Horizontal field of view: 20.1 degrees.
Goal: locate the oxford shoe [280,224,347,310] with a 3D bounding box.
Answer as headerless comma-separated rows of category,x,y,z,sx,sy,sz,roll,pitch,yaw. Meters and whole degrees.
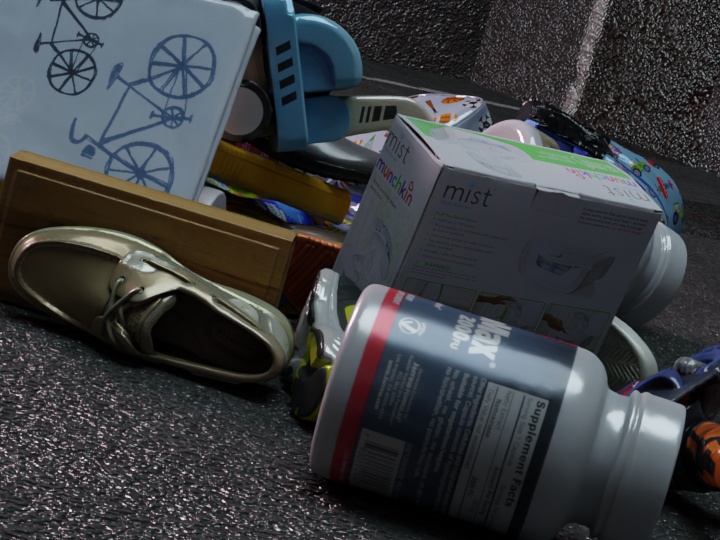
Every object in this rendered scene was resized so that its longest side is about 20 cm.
oxford shoe,0.000,0.000,1.593,0.200,0.071,0.073,24,36,-37

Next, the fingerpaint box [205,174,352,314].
fingerpaint box,-0.100,-0.029,1.663,0.200,0.074,0.167,25,13,40

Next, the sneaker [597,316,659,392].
sneaker,0.190,0.058,1.647,0.084,0.075,0.200,6,15,-34

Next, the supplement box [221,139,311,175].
supplement box,-0.134,-0.084,1.805,0.061,0.109,0.200,25,13,39

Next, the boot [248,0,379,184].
boot,-0.055,-0.154,1.617,0.200,0.132,0.070,22,1,-5

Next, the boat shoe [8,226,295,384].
boat shoe,-0.141,0.025,1.339,0.200,0.072,0.065,22,9,1

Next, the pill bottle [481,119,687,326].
pill bottle,0.176,-0.035,1.724,0.200,0.116,0.116,29,3,-29

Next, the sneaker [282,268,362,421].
sneaker,-0.003,0.063,1.375,0.084,0.075,0.200,20,18,-9

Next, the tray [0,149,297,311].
tray,-0.152,-0.006,1.388,0.200,0.099,0.037,17,12,3

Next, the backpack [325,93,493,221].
backpack,0.049,-0.069,1.825,0.200,0.154,0.190,-30,15,-27

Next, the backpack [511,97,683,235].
backpack,0.204,-0.043,1.957,0.200,0.183,0.135,28,19,2

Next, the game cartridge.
game cartridge,-0.126,-0.095,1.584,0.176,0.032,0.200,23,0,32

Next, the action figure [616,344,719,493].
action figure,0.209,0.131,1.339,0.200,0.105,0.193,-23,24,-33

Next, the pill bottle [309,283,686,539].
pill bottle,0.081,0.091,1.184,0.200,0.120,0.120,17,10,5

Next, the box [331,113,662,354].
box,0.095,-0.004,1.518,0.200,0.177,0.097,9,24,-29

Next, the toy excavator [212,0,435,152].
toy excavator,-0.018,-0.128,1.542,0.200,0.195,0.100,-7,5,-5

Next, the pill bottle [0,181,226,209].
pill bottle,-0.205,-0.046,1.488,0.200,0.113,0.112,17,10,8

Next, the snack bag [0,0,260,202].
snack bag,-0.191,-0.127,1.447,0.200,0.189,0.021,15,-20,5
